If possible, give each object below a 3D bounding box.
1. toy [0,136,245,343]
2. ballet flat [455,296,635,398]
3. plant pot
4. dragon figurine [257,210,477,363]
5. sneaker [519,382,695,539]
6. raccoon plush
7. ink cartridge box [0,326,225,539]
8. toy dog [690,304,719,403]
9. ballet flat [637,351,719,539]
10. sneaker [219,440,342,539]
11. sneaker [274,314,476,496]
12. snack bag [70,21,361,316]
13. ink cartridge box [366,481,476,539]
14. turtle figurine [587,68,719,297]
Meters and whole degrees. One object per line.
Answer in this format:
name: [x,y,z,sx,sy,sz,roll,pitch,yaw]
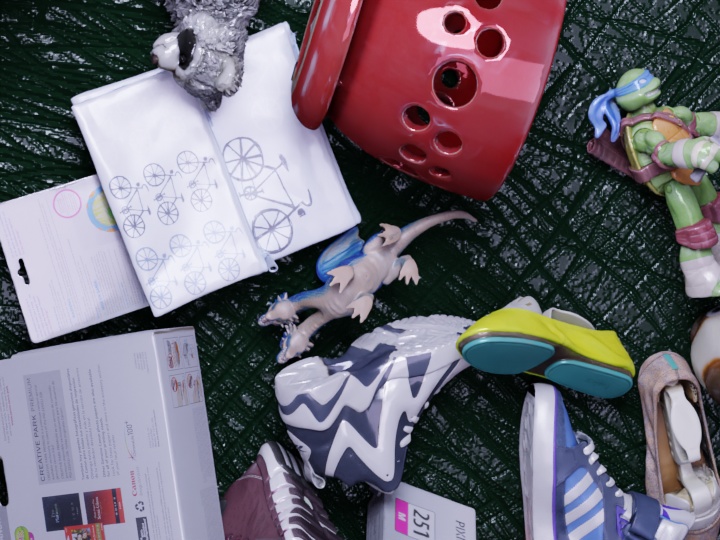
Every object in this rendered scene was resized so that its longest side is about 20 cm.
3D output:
toy: [-0.192,-0.027,1.337,0.198,0.047,0.116,-18,99,-11]
ballet flat: [0.154,0.059,1.380,0.199,0.067,0.068,16,53,-36]
plant pot: [0.047,-0.173,1.274,0.181,0.200,0.202,15,98,-7]
dragon figurine: [0.000,0.000,1.367,0.200,0.099,0.059,-42,103,-20]
sneaker: [0.218,0.194,1.420,0.145,0.081,0.202,-4,96,-3]
raccoon plush: [-0.079,-0.215,1.278,0.199,0.097,0.135,-25,87,-4]
ink cartridge box: [-0.213,0.157,1.314,0.174,0.084,0.202,-9,88,18]
toy dog: [0.386,0.084,1.425,0.199,0.140,0.194,21,130,-14]
ballet flat: [0.287,0.173,1.444,0.068,0.067,0.202,-18,103,-7]
sneaker: [-0.077,0.238,1.337,0.115,0.200,0.076,-42,118,10]
sneaker: [0.028,0.123,1.384,0.198,0.079,0.131,-21,116,-27]
snack bag: [-0.112,-0.084,1.320,0.199,0.021,0.190,-21,92,-15]
ink cartridge box: [0.087,0.283,1.366,0.172,0.201,0.044,21,125,-13]
turtle figurine: [0.305,-0.090,1.361,0.199,0.144,0.195,-21,107,-1]
